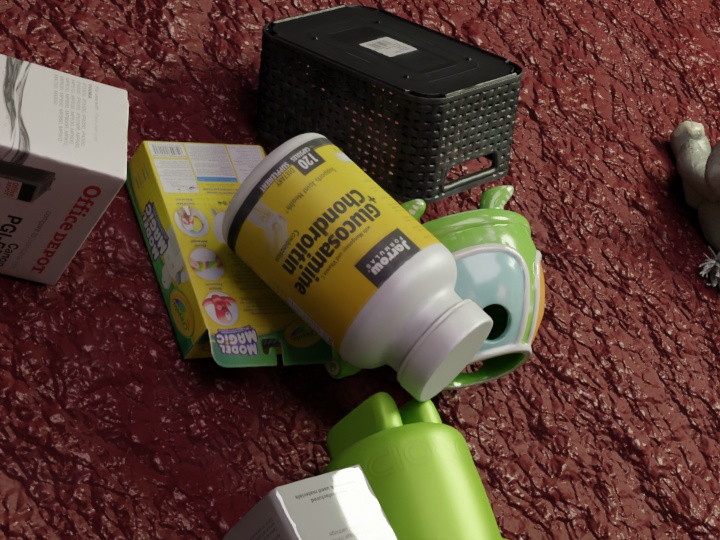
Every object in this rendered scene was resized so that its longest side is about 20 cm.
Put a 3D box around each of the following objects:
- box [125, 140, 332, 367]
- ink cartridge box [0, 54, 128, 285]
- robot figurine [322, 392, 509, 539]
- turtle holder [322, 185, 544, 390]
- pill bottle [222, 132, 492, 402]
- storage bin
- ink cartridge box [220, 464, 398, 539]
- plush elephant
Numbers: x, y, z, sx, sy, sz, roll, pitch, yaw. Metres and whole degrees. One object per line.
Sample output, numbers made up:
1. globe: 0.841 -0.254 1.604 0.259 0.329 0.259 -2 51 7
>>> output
1. box: -0.101 -0.006 1.385 0.116 0.048 0.201 0 55 -36
2. ink cartridge box: -0.278 -0.078 1.240 0.198 0.147 0.083 14 51 -26
3. robot figurine: 0.040 0.191 1.279 0.175 0.116 0.201 9 51 -45
4. turtle holder: 0.064 0.022 1.413 0.184 0.141 0.133 -2 65 -39
5. pill bottle: 0.000 0.000 1.318 0.200 0.112 0.112 43 42 15
6. storage bin: 0.021 -0.143 1.478 0.199 0.095 0.135 28 33 35
7. ink cartridge box: -0.020 0.255 1.165 0.082 0.146 0.201 -10 64 -42
8. plush elephant: 0.398 -0.087 1.725 0.164 0.155 0.201 31 44 -11
